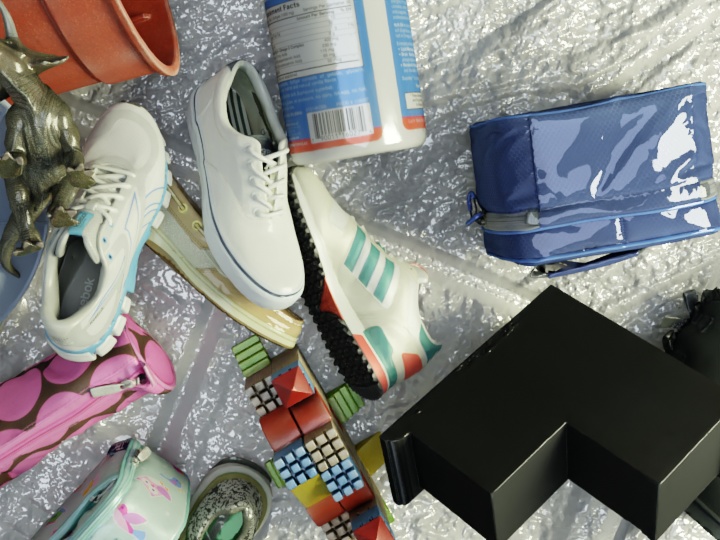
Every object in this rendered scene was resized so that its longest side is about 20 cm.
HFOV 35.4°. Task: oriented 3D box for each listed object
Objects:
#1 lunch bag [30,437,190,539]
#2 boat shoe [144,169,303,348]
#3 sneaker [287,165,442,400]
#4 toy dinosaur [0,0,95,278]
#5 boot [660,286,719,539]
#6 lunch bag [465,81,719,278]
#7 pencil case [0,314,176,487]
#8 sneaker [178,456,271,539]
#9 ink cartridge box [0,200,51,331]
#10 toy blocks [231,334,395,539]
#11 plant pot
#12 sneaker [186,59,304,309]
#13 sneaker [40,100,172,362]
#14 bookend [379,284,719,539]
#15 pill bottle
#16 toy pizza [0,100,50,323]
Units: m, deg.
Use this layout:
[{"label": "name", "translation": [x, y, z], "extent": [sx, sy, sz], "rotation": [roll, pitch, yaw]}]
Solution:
[{"label": "lunch bag", "translation": [-0.217, 0.227, 0.880], "extent": [0.077, 0.160, 0.200], "rotation": [40, 92, -7]}, {"label": "boat shoe", "translation": [-0.117, -0.018, 0.907], "extent": [0.200, 0.074, 0.066], "rotation": [41, 89, -6]}, {"label": "sneaker", "translation": [0.000, 0.000, 0.932], "extent": [0.093, 0.070, 0.201], "rotation": [-24, 89, -27]}, {"label": "toy dinosaur", "translation": [-0.219, -0.076, 0.775], "extent": [0.076, 0.103, 0.201], "rotation": [-4, 138, -10]}, {"label": "boot", "translation": [0.306, 0.123, 0.915], "extent": [0.163, 0.073, 0.198], "rotation": [-51, 59, 7]}, {"label": "lunch bag", "translation": [0.177, -0.066, 0.895], "extent": [0.199, 0.136, 0.133], "rotation": [-11, 96, -3]}, {"label": "pencil case", "translation": [-0.248, 0.112, 0.898], "extent": [0.199, 0.094, 0.091], "rotation": [-34, 124, 1]}, {"label": "sneaker", "translation": [-0.139, 0.251, 0.924], "extent": [0.077, 0.089, 0.201], "rotation": [26, 93, -6]}, {"label": "ink cartridge box", "translation": [-0.345, -0.006, 0.887], "extent": [0.144, 0.085, 0.201], "rotation": [23, 92, -6]}, {"label": "toy blocks", "translation": [-0.034, 0.146, 0.898], "extent": [0.100, 0.137, 0.201], "rotation": [-29, 96, -1]}, {"label": "plant pot", "translation": [-0.262, -0.205, 0.830], "extent": [0.194, 0.201, 0.202], "rotation": [-20, 97, 6]}, {"label": "sneaker", "translation": [-0.085, -0.070, 0.868], "extent": [0.073, 0.071, 0.201], "rotation": [-8, 69, -37]}, {"label": "sneaker", "translation": [-0.190, -0.036, 0.833], "extent": [0.074, 0.087, 0.201], "rotation": [9, 77, 2]}, {"label": "bookend", "translation": [0.156, 0.140, 0.848], "extent": [0.198, 0.200, 0.092], "rotation": [-39, 141, -24]}, {"label": "pill bottle", "translation": [-0.016, -0.189, 0.882], "extent": [0.111, 0.112, 0.201], "rotation": [-9, 96, -3]}, {"label": "toy pizza", "translation": [-0.299, -0.035, 0.779], "extent": [0.032, 0.200, 0.202], "rotation": [13, 95, 32]}]
